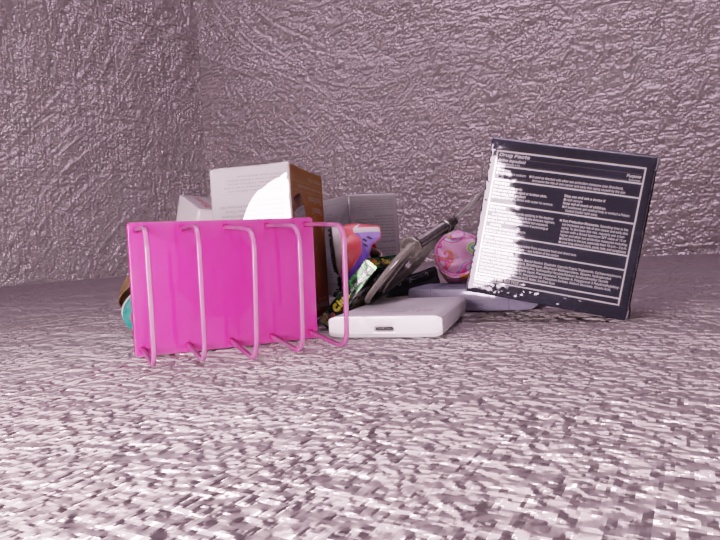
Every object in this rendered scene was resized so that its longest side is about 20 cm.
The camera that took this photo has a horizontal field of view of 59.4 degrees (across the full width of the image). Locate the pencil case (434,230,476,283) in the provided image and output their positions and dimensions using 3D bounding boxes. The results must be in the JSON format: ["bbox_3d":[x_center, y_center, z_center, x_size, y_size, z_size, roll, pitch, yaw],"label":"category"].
[{"bbox_3d":[0.184,-0.011,1.114,0.087,0.088,0.200,-2,-11,17],"label":"pencil case"}]

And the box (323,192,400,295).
[{"bbox_3d":[0.001,-0.049,1.276,0.106,0.200,0.152,-5,3,-23],"label":"box"}]

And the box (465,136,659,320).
[{"bbox_3d":[0.258,-0.056,0.821,0.200,0.199,0.123,11,7,17],"label":"box"}]

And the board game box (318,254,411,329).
[{"bbox_3d":[0.014,0.024,0.878,0.023,0.105,0.200,39,13,12],"label":"board game box"}]

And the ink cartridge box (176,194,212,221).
[{"bbox_3d":[-0.181,-0.061,1.008,0.200,0.084,0.145,3,13,-28],"label":"ink cartridge box"}]

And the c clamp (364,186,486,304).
[{"bbox_3d":[0.079,-0.032,0.844,0.171,0.027,0.200,-52,-10,36],"label":"c clamp"}]

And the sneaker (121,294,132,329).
[{"bbox_3d":[-0.232,0.014,0.845,0.200,0.084,0.121,-42,19,-12],"label":"sneaker"}]

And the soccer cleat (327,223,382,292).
[{"bbox_3d":[0.000,0.000,0.928,0.073,0.068,0.200,-9,-33,1],"label":"soccer cleat"}]

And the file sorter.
[{"bbox_3d":[-0.123,0.017,0.639,0.200,0.139,0.125,-4,4,-24],"label":"file sorter"}]

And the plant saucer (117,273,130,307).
[{"bbox_3d":[-0.375,0.008,1.213,0.200,0.035,0.200,-29,-10,-6],"label":"plant saucer"}]

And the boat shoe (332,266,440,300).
[{"bbox_3d":[0.048,0.023,1.120,0.199,0.066,0.075,-3,3,-4],"label":"boat shoe"}]

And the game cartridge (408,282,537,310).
[{"bbox_3d":[0.183,0.039,0.979,0.200,0.041,0.133,-2,-1,25],"label":"game cartridge"}]

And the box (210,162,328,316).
[{"bbox_3d":[-0.115,-0.032,0.845,0.106,0.200,0.152,-4,2,11],"label":"box"}]

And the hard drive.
[{"bbox_3d":[0.055,0.057,0.798,0.132,0.027,0.200,-2,3,17],"label":"hard drive"}]
